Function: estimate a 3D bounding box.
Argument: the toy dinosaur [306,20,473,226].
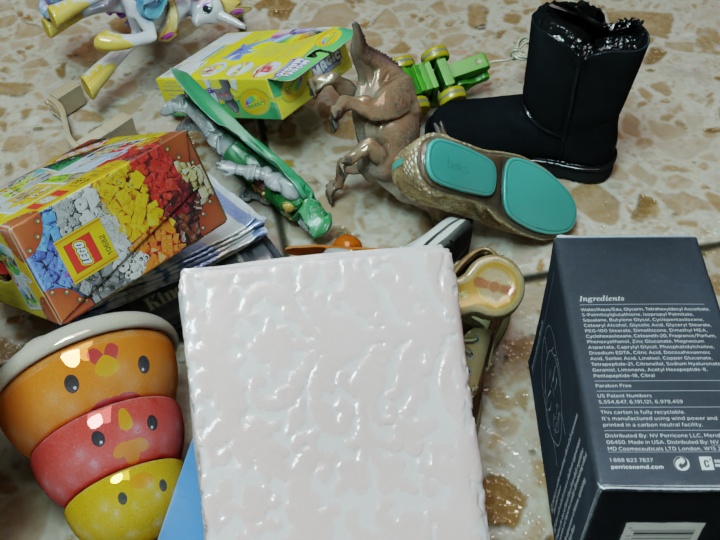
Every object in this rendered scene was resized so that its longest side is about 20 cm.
[{"bbox_3d":[0.031,-0.132,0.864,0.133,0.204,0.086,-15,19,-14],"label":"toy dinosaur"}]

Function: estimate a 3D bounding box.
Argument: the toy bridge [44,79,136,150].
[{"bbox_3d":[-0.257,-0.132,0.952,0.198,0.027,0.067,31,56,28],"label":"toy bridge"}]

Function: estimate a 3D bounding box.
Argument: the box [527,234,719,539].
[{"bbox_3d":[0.186,0.099,0.651,0.105,0.150,0.202,-1,48,1],"label":"box"}]

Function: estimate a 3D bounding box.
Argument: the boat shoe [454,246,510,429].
[{"bbox_3d":[0.069,0.062,0.737,0.074,0.075,0.202,13,50,13],"label":"boat shoe"}]

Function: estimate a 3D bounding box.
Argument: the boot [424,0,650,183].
[{"bbox_3d":[0.158,-0.174,0.883,0.197,0.170,0.077,13,49,14],"label":"boot"}]

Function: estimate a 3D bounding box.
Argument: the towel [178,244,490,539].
[{"bbox_3d":[-0.016,0.090,0.613,0.187,0.032,0.204,-5,80,-13],"label":"towel"}]

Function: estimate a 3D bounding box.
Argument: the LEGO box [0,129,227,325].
[{"bbox_3d":[-0.219,-0.039,0.733,0.148,0.078,0.199,-35,23,-29],"label":"LEGO box"}]

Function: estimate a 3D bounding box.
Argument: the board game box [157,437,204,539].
[{"bbox_3d":[-0.059,0.188,0.646,0.156,0.039,0.202,22,39,-8],"label":"board game box"}]

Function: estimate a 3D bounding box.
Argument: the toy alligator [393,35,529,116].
[{"bbox_3d":[0.090,-0.197,0.982,0.197,0.054,0.060,-18,77,-14],"label":"toy alligator"}]

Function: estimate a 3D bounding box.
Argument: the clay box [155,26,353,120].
[{"bbox_3d":[-0.098,-0.197,0.943,0.198,0.048,0.115,11,42,41],"label":"clay box"}]

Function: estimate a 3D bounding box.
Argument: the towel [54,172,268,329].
[{"bbox_3d":[-0.194,-0.024,0.833,0.198,0.024,0.147,-27,36,-20],"label":"towel"}]

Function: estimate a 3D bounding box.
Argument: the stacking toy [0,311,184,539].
[{"bbox_3d":[-0.163,0.144,0.659,0.144,0.147,0.202,-22,69,-18],"label":"stacking toy"}]

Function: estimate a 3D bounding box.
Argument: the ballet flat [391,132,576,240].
[{"bbox_3d":[0.107,-0.073,0.832,0.065,0.198,0.072,-6,69,52],"label":"ballet flat"}]

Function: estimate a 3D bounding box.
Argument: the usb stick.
[{"bbox_3d":[-0.158,0.026,0.804,0.198,0.033,0.055,-28,52,-22],"label":"usb stick"}]

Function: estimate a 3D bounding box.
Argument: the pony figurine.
[{"bbox_3d":[-0.240,-0.293,1.017,0.198,0.168,0.194,-29,64,-21],"label":"pony figurine"}]

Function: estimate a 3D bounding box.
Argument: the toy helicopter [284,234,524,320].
[{"bbox_3d":[0.021,0.026,0.686,0.196,0.079,0.134,-17,77,-3],"label":"toy helicopter"}]

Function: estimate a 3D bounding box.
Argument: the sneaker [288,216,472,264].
[{"bbox_3d":[0.000,0.000,0.793,0.115,0.076,0.200,35,60,26],"label":"sneaker"}]

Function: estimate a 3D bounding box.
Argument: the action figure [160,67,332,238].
[{"bbox_3d":[-0.102,-0.096,0.880,0.199,0.118,0.055,39,82,20],"label":"action figure"}]
